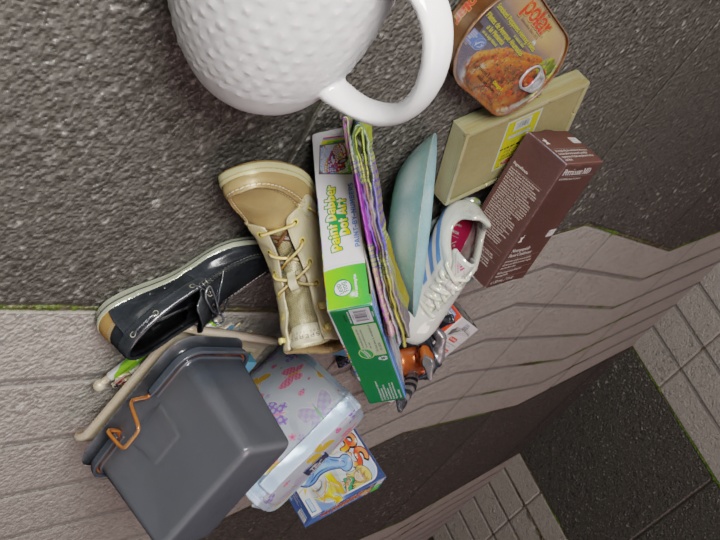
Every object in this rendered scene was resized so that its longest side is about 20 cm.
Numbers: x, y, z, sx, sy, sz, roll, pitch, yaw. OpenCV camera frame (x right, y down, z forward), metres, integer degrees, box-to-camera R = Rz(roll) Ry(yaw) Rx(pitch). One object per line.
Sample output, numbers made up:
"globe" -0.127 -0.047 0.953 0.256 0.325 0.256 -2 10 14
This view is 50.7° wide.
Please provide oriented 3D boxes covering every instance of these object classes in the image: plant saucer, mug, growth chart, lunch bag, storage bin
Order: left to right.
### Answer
"growth chart" -0.203 0.105 0.893 0.144 0.018 0.200 -39 157 3
"storage bin" -0.181 0.187 0.802 0.200 0.134 0.145 -49 155 14
"lunch bag" -0.094 0.197 0.938 0.170 0.127 0.200 -44 -163 -14
"mug" -0.028 -0.170 0.452 0.147 0.200 0.176 -40 167 -37
"plant saucer" 0.055 -0.051 0.841 0.038 0.203 0.202 7 152 7

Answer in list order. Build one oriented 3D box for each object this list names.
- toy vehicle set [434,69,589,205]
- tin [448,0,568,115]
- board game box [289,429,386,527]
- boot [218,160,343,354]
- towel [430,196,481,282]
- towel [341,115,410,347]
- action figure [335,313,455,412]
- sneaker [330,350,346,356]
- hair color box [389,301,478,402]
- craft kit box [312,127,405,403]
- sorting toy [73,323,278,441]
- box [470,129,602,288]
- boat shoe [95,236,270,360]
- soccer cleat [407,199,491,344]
"toy vehicle set" 0.185 -0.164 0.939 0.198 0.027 0.125 -26 152 -24
"tin" 0.148 -0.227 0.774 0.112 0.042 0.199 -42 155 18
"board game box" -0.072 0.244 1.082 0.134 0.201 0.035 -17 149 -37
"boot" -0.066 -0.005 0.721 0.072 0.158 0.200 -12 161 14
"towel" 0.094 0.000 1.070 0.199 0.048 0.172 -35 155 -7
"towel" 0.018 -0.044 0.695 0.022 0.203 0.144 -10 -168 7
"action figure" 0.052 0.143 1.119 0.198 0.106 0.193 -23 176 21
"sneaker" -0.003 0.049 0.924 0.129 0.080 0.201 10 153 -2
"hair color box" 0.092 0.130 1.267 0.199 0.064 0.111 -40 155 8
"craft kit box" 0.000 0.000 0.751 0.048 0.200 0.201 -8 146 7
"sorting toy" -0.204 0.139 0.885 0.200 0.037 0.185 -43 156 13
"box" 0.214 -0.079 0.985 0.099 0.075 0.201 -12 138 -45
"boat shoe" -0.163 0.028 0.765 0.199 0.062 0.075 -27 151 -25
"soccer cleat" 0.102 0.008 0.958 0.069 0.086 0.202 17 101 -23
